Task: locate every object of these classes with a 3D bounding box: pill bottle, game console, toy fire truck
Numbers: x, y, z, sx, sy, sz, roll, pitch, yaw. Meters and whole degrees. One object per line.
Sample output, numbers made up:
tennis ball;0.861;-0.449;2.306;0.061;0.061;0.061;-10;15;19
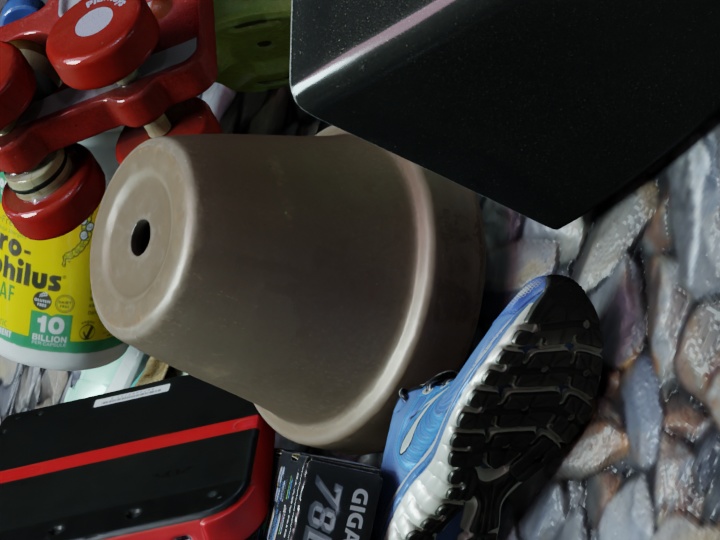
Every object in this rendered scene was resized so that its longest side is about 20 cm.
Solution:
pill bottle;-0.204;-0.042;1.119;0.113;0.112;0.202;-134;50;-57
game console;-0.149;0.127;0.995;0.177;0.198;0.031;-87;-18;-63
toy fire truck;-0.176;-0.126;0.994;0.198;0.113;0.169;-20;42;13

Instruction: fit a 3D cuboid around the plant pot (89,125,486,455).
plant pot;-0.054;-0.002;0.916;0.199;0.173;0.202;-18;66;48

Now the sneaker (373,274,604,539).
sneaker;0.053;0.076;0.840;0.201;0.078;0.089;-59;36;28

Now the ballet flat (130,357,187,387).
ballet flat;-0.114;0.060;1.126;0.072;0.067;0.201;46;117;37

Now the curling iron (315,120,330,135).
curling iron;-0.026;-0.052;1.089;0.049;0.025;0.202;19;95;56

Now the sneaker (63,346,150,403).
sneaker;-0.200;0.096;1.240;0.201;0.073;0.118;-55;38;13

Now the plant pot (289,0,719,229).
plant pot;0.099;-0.163;0.766;0.177;0.199;0.202;-21;59;41

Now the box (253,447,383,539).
box;-0.041;0.205;0.916;0.198;0.049;0.202;139;142;-81

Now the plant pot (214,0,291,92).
plant pot;-0.078;-0.234;1.119;0.200;0.199;0.186;-30;65;52
